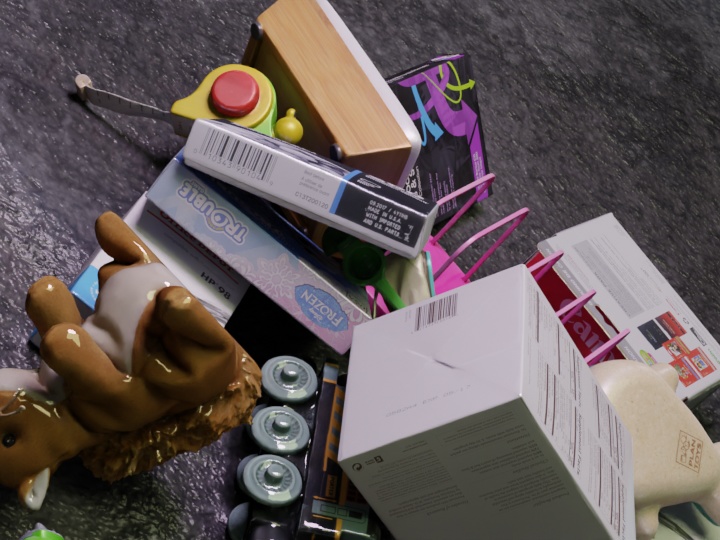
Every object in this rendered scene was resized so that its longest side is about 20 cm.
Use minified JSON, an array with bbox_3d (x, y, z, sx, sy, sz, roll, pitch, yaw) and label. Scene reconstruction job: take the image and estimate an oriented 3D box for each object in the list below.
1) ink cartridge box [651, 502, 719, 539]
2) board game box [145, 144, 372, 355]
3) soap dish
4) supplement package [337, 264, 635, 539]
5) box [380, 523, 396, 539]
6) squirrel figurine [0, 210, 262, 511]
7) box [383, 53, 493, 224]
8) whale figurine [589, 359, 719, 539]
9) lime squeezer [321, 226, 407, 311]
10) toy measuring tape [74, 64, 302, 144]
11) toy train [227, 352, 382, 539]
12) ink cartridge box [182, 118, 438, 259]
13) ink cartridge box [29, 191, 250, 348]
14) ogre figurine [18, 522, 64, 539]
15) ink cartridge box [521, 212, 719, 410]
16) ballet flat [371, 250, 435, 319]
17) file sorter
[{"bbox_3d":[0.262,0.266,1.834,0.116,0.068,0.200,45,35,4],"label":"ink cartridge box"},{"bbox_3d":[-0.080,-0.023,1.737,0.200,0.043,0.199,39,6,-6],"label":"board game box"},{"bbox_3d":[-0.039,-0.127,1.869,0.081,0.158,0.200,-15,59,-31],"label":"soap dish"},{"bbox_3d":[0.100,0.134,1.607,0.200,0.151,0.151,55,25,-32],"label":"supplement package"},{"bbox_3d":[0.064,0.225,1.703,0.199,0.040,0.137,26,37,-24],"label":"box"},{"bbox_3d":[-0.175,0.092,1.492,0.142,0.187,0.200,43,-5,42],"label":"squirrel figurine"},{"bbox_3d":[0.055,-0.114,1.990,0.200,0.036,0.144,-28,112,-53],"label":"box"},{"bbox_3d":[0.238,0.157,1.813,0.199,0.104,0.160,23,66,-31],"label":"whale figurine"},{"bbox_3d":[0.000,0.000,1.750,0.038,0.071,0.200,-24,32,-14],"label":"lime squeezer"},{"bbox_3d":[-0.141,-0.150,1.816,0.199,0.074,0.074,17,34,8],"label":"toy measuring tape"},{"bbox_3d":[-0.035,0.148,1.626,0.113,0.085,0.201,14,43,-6],"label":"toy train"},{"bbox_3d":[-0.034,-0.069,1.710,0.197,0.044,0.200,22,5,2],"label":"ink cartridge box"},{"bbox_3d":[-0.162,0.018,1.670,0.116,0.067,0.200,39,34,-8],"label":"ink cartridge box"},{"bbox_3d":[-0.204,0.238,1.373,0.120,0.098,0.200,54,46,-4],"label":"ogre figurine"},{"bbox_3d":[0.237,0.058,2.004,0.200,0.084,0.175,52,30,13],"label":"ink cartridge box"},{"bbox_3d":[0.044,0.080,1.807,0.069,0.069,0.201,-1,75,-45],"label":"ballet flat"},{"bbox_3d":[0.120,0.031,1.888,0.200,0.125,0.139,50,35,9],"label":"file sorter"}]
